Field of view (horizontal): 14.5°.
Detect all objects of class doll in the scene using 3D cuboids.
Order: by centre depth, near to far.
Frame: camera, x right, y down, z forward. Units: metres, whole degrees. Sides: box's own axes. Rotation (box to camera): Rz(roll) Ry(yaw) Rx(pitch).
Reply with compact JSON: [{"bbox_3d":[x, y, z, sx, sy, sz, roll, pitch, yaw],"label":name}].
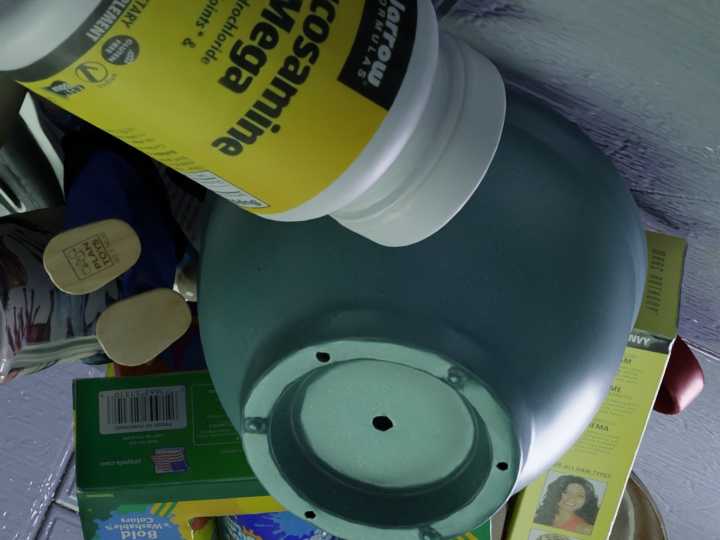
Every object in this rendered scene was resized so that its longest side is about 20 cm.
[{"bbox_3d":[-0.113,-0.033,1.300,0.137,0.048,0.200,56,-172,-20],"label":"doll"}]

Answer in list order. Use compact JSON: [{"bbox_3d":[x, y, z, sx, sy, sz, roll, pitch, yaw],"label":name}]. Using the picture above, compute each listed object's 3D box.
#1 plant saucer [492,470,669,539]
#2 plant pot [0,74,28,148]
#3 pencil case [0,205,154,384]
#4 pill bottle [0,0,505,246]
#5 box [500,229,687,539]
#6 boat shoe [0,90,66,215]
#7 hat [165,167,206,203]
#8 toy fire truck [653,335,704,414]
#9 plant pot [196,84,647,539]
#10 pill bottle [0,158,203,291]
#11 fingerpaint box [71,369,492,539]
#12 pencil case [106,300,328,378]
[{"bbox_3d":[0.066,0.137,1.508,0.200,0.032,0.200,5,133,6],"label":"plant saucer"},{"bbox_3d":[-0.221,-0.108,1.259,0.134,0.201,0.200,-22,146,29],"label":"plant pot"},{"bbox_3d":[-0.159,0.016,1.308,0.089,0.078,0.200,30,-166,14],"label":"pencil case"},{"bbox_3d":[-0.045,-0.088,1.056,0.200,0.113,0.112,29,170,-33],"label":"pill bottle"},{"bbox_3d":[0.110,0.074,1.377,0.050,0.075,0.200,13,133,1],"label":"box"},{"bbox_3d":[-0.163,-0.059,1.446,0.060,0.076,0.200,-14,114,26],"label":"boat shoe"},{"bbox_3d":[0.000,0.000,1.375,0.200,0.081,0.201,7,-164,-2],"label":"hat"},{"bbox_3d":[0.084,0.041,1.580,0.168,0.112,0.200,50,165,-9],"label":"toy fire truck"},{"bbox_3d":[0.018,0.032,1.211,0.200,0.134,0.201,6,130,7],"label":"plant pot"},{"bbox_3d":[-0.122,-0.040,1.542,0.200,0.114,0.113,25,171,-7],"label":"pill bottle"},{"bbox_3d":[-0.036,0.123,1.405,0.200,0.073,0.167,-4,141,-2],"label":"fingerpaint box"},{"bbox_3d":[-0.030,0.045,1.453,0.200,0.089,0.088,-13,171,-3],"label":"pencil case"}]
